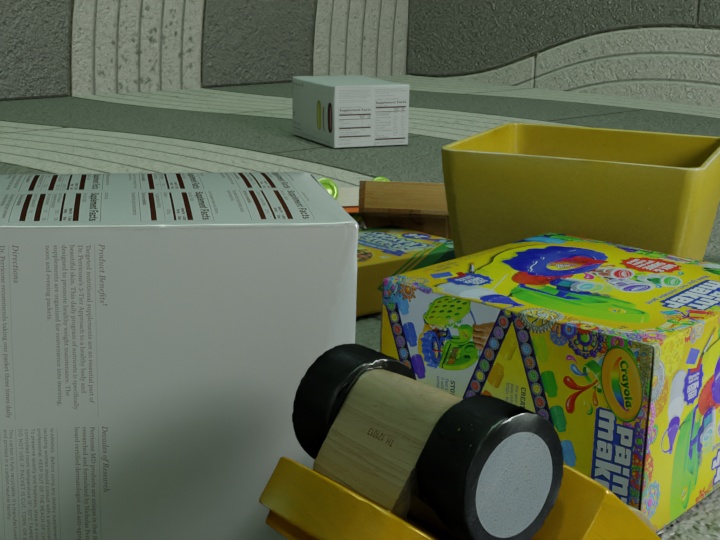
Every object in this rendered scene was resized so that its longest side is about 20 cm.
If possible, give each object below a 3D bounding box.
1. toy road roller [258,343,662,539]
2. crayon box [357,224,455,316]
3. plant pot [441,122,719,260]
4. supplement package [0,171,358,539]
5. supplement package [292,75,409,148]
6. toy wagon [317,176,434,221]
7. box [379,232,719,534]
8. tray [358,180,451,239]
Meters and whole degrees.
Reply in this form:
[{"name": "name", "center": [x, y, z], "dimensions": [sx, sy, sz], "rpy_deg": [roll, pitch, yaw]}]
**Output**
[{"name": "toy road roller", "center": [0.036, 0.137, 0.542], "dimensions": [0.122, 0.147, 0.200], "rpy_deg": [17, -17, 49]}, {"name": "crayon box", "center": [0.000, 0.000, 1.173], "dimensions": [0.198, 0.052, 0.125], "rpy_deg": [-11, 18, -40]}, {"name": "plant pot", "center": [0.184, -0.016, 0.989], "dimensions": [0.197, 0.179, 0.200], "rpy_deg": [7, 14, 22]}, {"name": "supplement package", "center": [-0.112, 0.052, 0.653], "dimensions": [0.197, 0.195, 0.147], "rpy_deg": [-1, 14, -11]}, {"name": "supplement package", "center": [-0.022, -0.299, 2.255], "dimensions": [0.153, 0.113, 0.199], "rpy_deg": [-5, 15, -25]}, {"name": "toy wagon", "center": [-0.004, -0.083, 1.468], "dimensions": [0.197, 0.040, 0.155], "rpy_deg": [-2, -3, -14]}, {"name": "box", "center": [0.145, 0.064, 0.782], "dimensions": [0.191, 0.124, 0.199], "rpy_deg": [14, 18, 38]}, {"name": "tray", "center": [0.054, -0.060, 1.319], "dimensions": [0.097, 0.038, 0.200], "rpy_deg": [2, -8, 5]}]
